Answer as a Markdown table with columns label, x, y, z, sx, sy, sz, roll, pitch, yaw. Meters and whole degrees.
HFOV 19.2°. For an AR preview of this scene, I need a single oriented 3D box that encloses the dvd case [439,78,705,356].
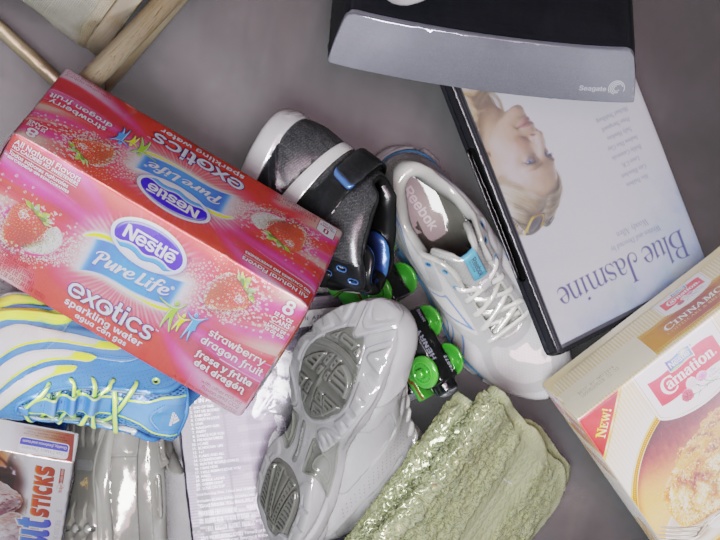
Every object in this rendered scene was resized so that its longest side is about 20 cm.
| label | x | y | z | sx | sy | sz | roll | pitch | yaw |
| --- | --- | --- | --- | --- | --- | --- | --- | --- | --- |
| dvd case | 0.144 | -0.061 | 1.412 | 0.142 | 0.018 | 0.201 | -25 | 96 | -29 |

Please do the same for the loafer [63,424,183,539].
| label | x | y | z | sx | sy | sz | roll | pitch | yaw |
| --- | --- | --- | --- | --- | --- | --- | --- | --- | --- |
| loafer | -0.152 | 0.122 | 1.405 | 0.070 | 0.070 | 0.201 | 5 | 89 | -35 |

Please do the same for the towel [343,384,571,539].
| label | x | y | z | sx | sy | sz | roll | pitch | yaw |
| --- | --- | --- | --- | --- | --- | --- | --- | --- | --- |
| towel | 0.053 | 0.178 | 1.395 | 0.200 | 0.036 | 0.148 | -51 | 138 | -3 |

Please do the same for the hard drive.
| label | x | y | z | sx | sy | sz | roll | pitch | yaw |
| --- | --- | --- | --- | --- | --- | --- | --- | --- | --- |
| hard drive | 0.082 | -0.176 | 1.380 | 0.199 | 0.042 | 0.135 | 7 | 51 | -4 |

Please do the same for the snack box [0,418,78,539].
| label | x | y | z | sx | sy | sz | roll | pitch | yaw |
| --- | --- | --- | --- | --- | --- | --- | --- | --- | --- |
| snack box | -0.220 | 0.150 | 1.340 | 0.071 | 0.200 | 0.024 | 10 | 57 | -6 |

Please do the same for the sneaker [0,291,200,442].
| label | x | y | z | sx | sy | sz | roll | pitch | yaw |
| --- | --- | --- | --- | --- | --- | --- | --- | --- | --- |
| sneaker | -0.160 | 0.060 | 1.267 | 0.105 | 0.200 | 0.076 | 26 | 111 | 25 |

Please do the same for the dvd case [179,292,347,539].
| label | x | y | z | sx | sy | sz | roll | pitch | yaw |
| --- | --- | --- | --- | --- | --- | --- | --- | --- | --- |
| dvd case | -0.047 | 0.118 | 1.433 | 0.148 | 0.016 | 0.201 | -7 | 93 | -4 |

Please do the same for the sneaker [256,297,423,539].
| label | x | y | z | sx | sy | sz | roll | pitch | yaw |
| --- | --- | --- | --- | --- | --- | --- | --- | --- | --- |
| sneaker | 0.003 | 0.093 | 1.368 | 0.099 | 0.078 | 0.201 | -5 | 135 | -34 |

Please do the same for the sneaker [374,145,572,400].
| label | x | y | z | sx | sy | sz | roll | pitch | yaw |
| --- | --- | --- | --- | --- | --- | --- | --- | --- | --- |
| sneaker | 0.072 | 0.007 | 1.404 | 0.075 | 0.087 | 0.200 | -39 | 97 | -4 |

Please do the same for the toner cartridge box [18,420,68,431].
| label | x | y | z | sx | sy | sz | roll | pitch | yaw |
| --- | --- | --- | --- | --- | --- | --- | --- | --- | --- |
| toner cartridge box | -0.287 | 0.085 | 1.375 | 0.199 | 0.043 | 0.095 | 15 | 126 | -6 |

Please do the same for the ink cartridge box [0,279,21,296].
| label | x | y | z | sx | sy | sz | roll | pitch | yaw |
| --- | --- | --- | --- | --- | --- | --- | --- | --- | --- |
| ink cartridge box | -0.240 | 0.018 | 1.334 | 0.115 | 0.200 | 0.068 | 28 | 127 | 25 |

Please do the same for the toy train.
| label | x | y | z | sx | sy | sz | roll | pitch | yaw |
| --- | --- | --- | --- | --- | --- | --- | --- | --- | --- |
| toy train | 0.000 | 0.000 | 1.399 | 0.056 | 0.042 | 0.201 | -34 | 84 | 41 |

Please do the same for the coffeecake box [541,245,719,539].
| label | x | y | z | sx | sy | sz | roll | pitch | yaw |
| --- | --- | --- | --- | --- | --- | --- | --- | --- | --- |
| coffeecake box | 0.240 | 0.112 | 1.405 | 0.153 | 0.073 | 0.200 | -37 | 112 | -2 |

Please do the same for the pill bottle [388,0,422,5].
| label | x | y | z | sx | sy | sz | roll | pitch | yaw |
| --- | --- | --- | --- | --- | --- | --- | --- | --- | --- |
| pill bottle | -0.005 | -0.265 | 1.275 | 0.114 | 0.114 | 0.200 | -48 | 116 | -1 |

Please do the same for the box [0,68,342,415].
| label | x | y | z | sx | sy | sz | roll | pitch | yaw |
| --- | --- | --- | --- | --- | --- | --- | --- | --- | --- |
| box | -0.123 | -0.017 | 1.267 | 0.199 | 0.100 | 0.096 | 31 | 120 | -4 |

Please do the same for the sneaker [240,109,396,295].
| label | x | y | z | sx | sy | sz | roll | pitch | yaw |
| --- | --- | --- | --- | --- | --- | --- | --- | --- | --- |
| sneaker | -0.045 | 0.010 | 1.352 | 0.112 | 0.073 | 0.201 | 30 | 107 | 20 |

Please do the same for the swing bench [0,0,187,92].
| label | x | y | z | sx | sy | sz | roll | pitch | yaw |
| --- | --- | --- | --- | --- | --- | --- | --- | --- | --- |
| swing bench | -0.185 | -0.236 | 1.349 | 0.199 | 0.130 | 0.200 | 42 | 83 | -5 |
